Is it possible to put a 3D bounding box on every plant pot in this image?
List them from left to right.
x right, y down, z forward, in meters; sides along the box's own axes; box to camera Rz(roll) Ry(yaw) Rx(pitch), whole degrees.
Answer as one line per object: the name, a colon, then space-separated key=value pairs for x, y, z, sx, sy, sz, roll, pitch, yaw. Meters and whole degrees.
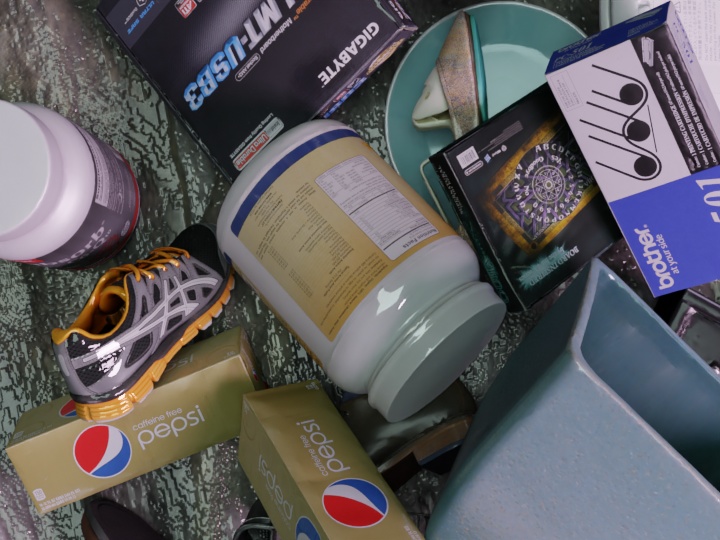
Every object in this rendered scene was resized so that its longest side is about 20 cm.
plant pot: x=0.152 y=0.151 z=0.693 sx=0.196 sy=0.196 sz=0.200 roll=43 pitch=114 yaw=1

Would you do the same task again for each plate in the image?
plate: x=0.118 y=-0.122 z=0.861 sx=0.197 sy=0.026 sz=0.204 roll=0 pitch=86 yaw=2

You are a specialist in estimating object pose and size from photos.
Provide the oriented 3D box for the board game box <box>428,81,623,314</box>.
board game box: x=0.161 y=-0.076 z=0.801 sx=0.199 sy=0.028 sz=0.137 roll=-33 pitch=101 yaw=-23

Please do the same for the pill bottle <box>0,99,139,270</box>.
pill bottle: x=-0.248 y=-0.063 z=0.788 sx=0.114 sy=0.200 sz=0.118 roll=0 pitch=87 yaw=3

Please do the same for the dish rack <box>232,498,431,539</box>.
dish rack: x=0.001 y=0.248 z=0.801 sx=0.197 sy=0.055 sz=0.155 roll=6 pitch=119 yaw=2

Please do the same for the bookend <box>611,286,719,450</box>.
bookend: x=0.321 y=0.053 z=0.807 sx=0.197 sy=0.092 sz=0.202 roll=29 pitch=88 yaw=4

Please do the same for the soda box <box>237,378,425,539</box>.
soda box: x=-0.021 y=0.165 z=0.721 sx=0.063 sy=0.200 sz=0.069 roll=-9 pitch=126 yaw=-27

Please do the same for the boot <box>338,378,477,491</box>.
boot: x=0.002 y=0.136 z=0.843 sx=0.198 sy=0.075 sz=0.098 roll=-24 pitch=63 yaw=7

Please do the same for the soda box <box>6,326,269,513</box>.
soda box: x=-0.174 y=0.118 z=0.825 sx=0.198 sy=0.068 sz=0.065 roll=-22 pitch=108 yaw=1

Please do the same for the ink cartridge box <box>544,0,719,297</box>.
ink cartridge box: x=0.220 y=-0.083 z=0.749 sx=0.093 sy=0.044 sz=0.201 roll=-18 pitch=115 yaw=31

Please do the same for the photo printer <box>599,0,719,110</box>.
photo printer: x=0.277 y=-0.192 z=0.804 sx=0.197 sy=0.069 sz=0.169 roll=-2 pitch=89 yaw=-20

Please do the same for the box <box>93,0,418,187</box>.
box: x=-0.088 y=-0.203 z=0.831 sx=0.200 sy=0.050 sz=0.199 roll=-40 pitch=85 yaw=23

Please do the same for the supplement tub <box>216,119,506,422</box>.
supplement tub: x=0.000 y=0.000 z=0.781 sx=0.144 sy=0.144 sz=0.200 roll=-43 pitch=71 yaw=0

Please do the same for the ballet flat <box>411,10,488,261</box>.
ballet flat: x=0.076 y=-0.104 z=0.818 sx=0.066 sy=0.068 sz=0.203 roll=-10 pitch=85 yaw=8

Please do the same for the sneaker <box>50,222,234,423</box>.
sneaker: x=-0.164 y=0.022 z=0.799 sx=0.077 sy=0.201 sz=0.078 roll=-3 pitch=129 yaw=31

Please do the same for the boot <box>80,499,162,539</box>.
boot: x=-0.222 y=0.316 z=0.846 sx=0.200 sy=0.068 sz=0.189 roll=-42 pitch=82 yaw=13
